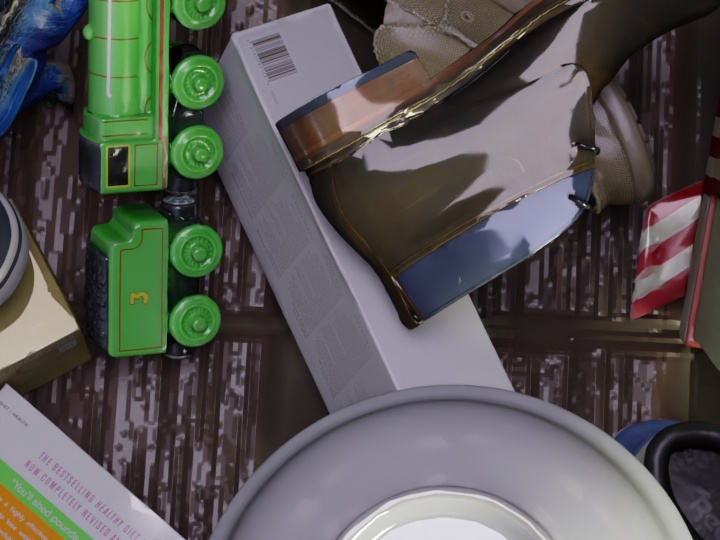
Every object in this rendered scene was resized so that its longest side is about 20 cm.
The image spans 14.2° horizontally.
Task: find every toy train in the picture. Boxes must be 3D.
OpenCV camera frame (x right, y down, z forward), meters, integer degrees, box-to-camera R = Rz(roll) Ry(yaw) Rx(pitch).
[{"bbox_3d":[-0.086,-0.059,1.163,0.056,0.042,0.200,-5,107,-21],"label":"toy train"}]

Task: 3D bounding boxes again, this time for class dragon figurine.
[{"bbox_3d":[-0.149,-0.089,1.163,0.059,0.200,0.099,38,41,5],"label":"dragon figurine"}]

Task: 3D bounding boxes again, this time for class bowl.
[{"bbox_3d":[0.031,0.131,1.046,0.201,0.090,0.201,-1,76,3],"label":"bowl"}]

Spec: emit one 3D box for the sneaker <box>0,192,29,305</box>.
[{"bbox_3d":[-0.228,-0.036,1.118,0.200,0.079,0.079,19,76,15],"label":"sneaker"}]

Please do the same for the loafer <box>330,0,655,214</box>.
[{"bbox_3d":[0.042,-0.090,1.203,0.067,0.076,0.200,-41,72,-7],"label":"loafer"}]

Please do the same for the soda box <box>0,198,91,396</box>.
[{"bbox_3d":[-0.212,0.049,1.164,0.200,0.068,0.064,-28,80,-7],"label":"soda box"}]

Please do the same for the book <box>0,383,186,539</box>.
[{"bbox_3d":[-0.155,0.164,1.137,0.134,0.048,0.200,39,81,20],"label":"book"}]

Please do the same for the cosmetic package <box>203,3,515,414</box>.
[{"bbox_3d":[0.000,0.000,1.169,0.051,0.083,0.200,-20,78,-23],"label":"cosmetic package"}]

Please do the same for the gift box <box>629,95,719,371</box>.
[{"bbox_3d":[0.212,-0.019,1.133,0.184,0.187,0.200,14,96,1],"label":"gift box"}]

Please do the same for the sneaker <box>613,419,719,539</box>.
[{"bbox_3d":[0.174,0.128,1.128,0.199,0.115,0.081,41,80,8],"label":"sneaker"}]

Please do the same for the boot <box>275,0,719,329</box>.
[{"bbox_3d":[0.076,-0.057,1.124,0.200,0.075,0.097,-25,89,-3],"label":"boot"}]
